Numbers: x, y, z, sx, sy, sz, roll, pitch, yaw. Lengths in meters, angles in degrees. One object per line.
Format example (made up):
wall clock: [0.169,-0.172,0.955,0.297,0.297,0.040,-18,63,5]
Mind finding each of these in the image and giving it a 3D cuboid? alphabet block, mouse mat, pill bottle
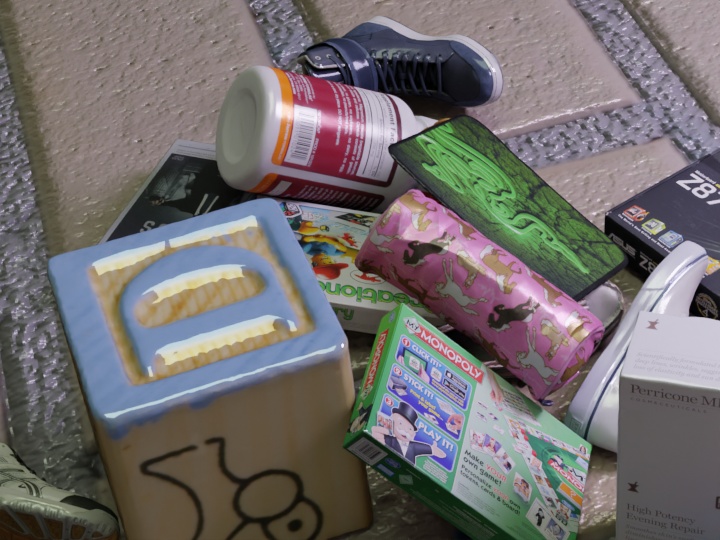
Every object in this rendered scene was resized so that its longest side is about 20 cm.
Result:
alphabet block: [-0.114,0.095,1.335,0.195,0.200,0.196,-15,42,-10]
mouse mat: [0.127,-0.054,1.455,0.200,0.008,0.161,42,31,12]
pill bottle: [-0.021,-0.113,1.577,0.200,0.113,0.113,10,33,-29]

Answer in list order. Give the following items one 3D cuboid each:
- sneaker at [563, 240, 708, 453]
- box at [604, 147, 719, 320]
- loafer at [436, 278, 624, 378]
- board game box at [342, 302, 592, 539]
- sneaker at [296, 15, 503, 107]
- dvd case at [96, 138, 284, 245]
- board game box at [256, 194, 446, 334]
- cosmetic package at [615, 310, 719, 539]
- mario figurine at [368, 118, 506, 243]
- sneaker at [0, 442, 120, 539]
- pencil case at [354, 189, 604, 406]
sneaker: [0.241,0.067,1.408,0.071,0.073,0.200,28,70,17]
box: [0.336,-0.020,1.512,0.161,0.049,0.200,-27,46,-23]
loafer: [0.130,0.053,1.434,0.200,0.063,0.072,-18,79,-8]
board game box: [0.085,0.131,1.296,0.200,0.029,0.135,37,41,-17]
sneaker: [0.029,-0.188,1.715,0.146,0.077,0.202,-27,34,-37]
dvd case: [-0.145,-0.046,1.598,0.150,0.025,0.200,11,43,19]
board game box: [0.000,0.000,1.515,0.200,0.035,0.126,8,42,-4]
cosmetic package: [0.237,0.130,1.241,0.102,0.200,0.074,8,43,18]
mario figurine: [0.074,-0.035,1.491,0.123,0.106,0.200,-2,42,7]
sneaker: [-0.276,0.172,1.364,0.200,0.076,0.088,7,43,15]
pencil case: [0.091,0.018,1.355,0.200,0.087,0.083,37,20,11]
